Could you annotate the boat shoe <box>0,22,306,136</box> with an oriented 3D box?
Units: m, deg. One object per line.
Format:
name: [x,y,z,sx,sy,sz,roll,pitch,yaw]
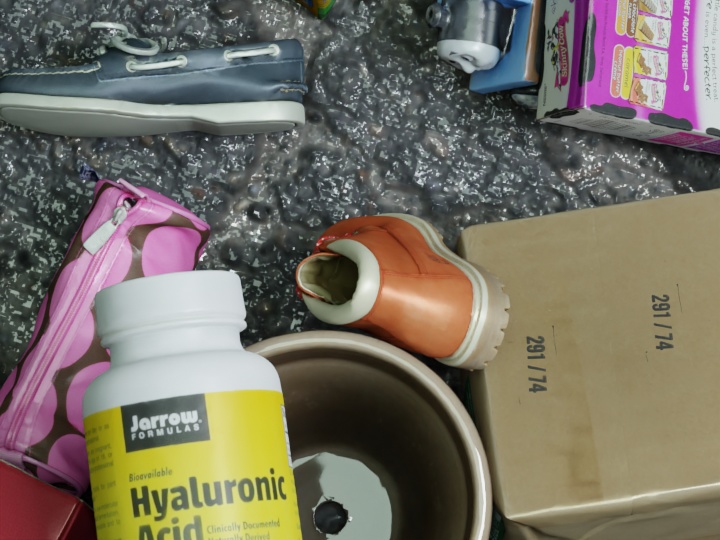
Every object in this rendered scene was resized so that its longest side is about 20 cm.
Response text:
boat shoe: [-0.134,-0.121,1.522,0.199,0.075,0.062,-1,83,-1]

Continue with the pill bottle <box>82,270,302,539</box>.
pill bottle: [-0.092,0.106,1.299,0.111,0.111,0.201,-9,80,0]

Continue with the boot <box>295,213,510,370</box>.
boot: [0.000,0.000,1.443,0.107,0.200,0.076,14,95,-26]

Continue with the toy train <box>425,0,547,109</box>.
toy train: [0.100,-0.206,1.518,0.114,0.087,0.201,11,84,-26]

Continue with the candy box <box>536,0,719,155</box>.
candy box: [0.212,-0.146,1.489,0.199,0.061,0.137,9,82,-25]

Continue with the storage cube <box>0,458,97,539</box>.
storage cube: [-0.253,0.197,1.417,0.199,0.171,0.181,23,77,16]

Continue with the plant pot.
plant pot: [-0.023,0.146,1.433,0.199,0.175,0.202,0,80,1]

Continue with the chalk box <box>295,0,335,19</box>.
chalk box: [-0.022,-0.286,1.530,0.124,0.125,0.201,32,84,7]

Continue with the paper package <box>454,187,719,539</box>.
paper package: [0.157,0.066,1.452,0.189,0.104,0.201,-8,63,-1]

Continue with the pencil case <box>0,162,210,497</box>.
pencil case: [-0.171,0.041,1.496,0.090,0.094,0.201,22,83,5]
